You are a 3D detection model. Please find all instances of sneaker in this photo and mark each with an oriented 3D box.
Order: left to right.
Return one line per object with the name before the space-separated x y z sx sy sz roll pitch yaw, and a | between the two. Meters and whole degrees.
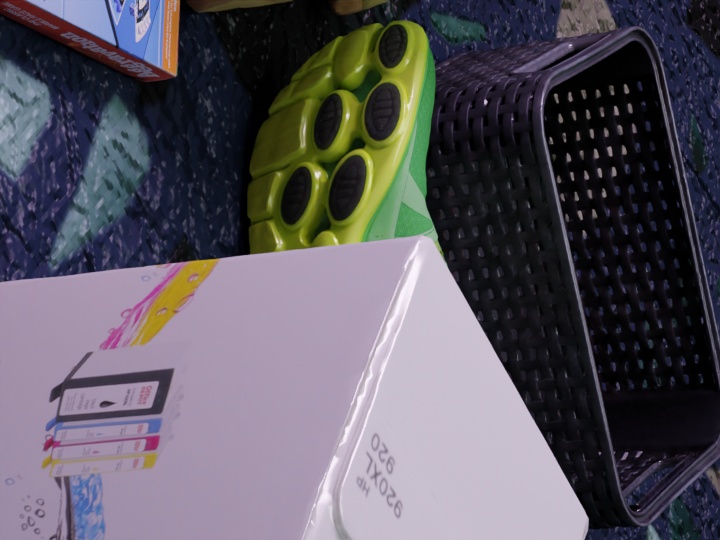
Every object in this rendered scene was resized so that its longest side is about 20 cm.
sneaker | 0.000 0.000 1.208 0.083 0.074 0.202 13 83 -56

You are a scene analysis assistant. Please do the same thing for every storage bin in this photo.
storage bin | 0.084 0.005 1.328 0.135 0.093 0.201 -32 113 -58

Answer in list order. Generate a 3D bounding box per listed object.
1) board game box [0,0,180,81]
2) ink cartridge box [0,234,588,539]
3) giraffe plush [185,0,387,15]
board game box | -0.099 -0.180 1.118 0.103 0.019 0.201 23 65 -55
ink cartridge box | -0.053 0.096 0.962 0.148 0.199 0.145 58 39 -38
giraffe plush | 0.008 -0.201 1.189 0.200 0.172 0.163 -3 78 -66
